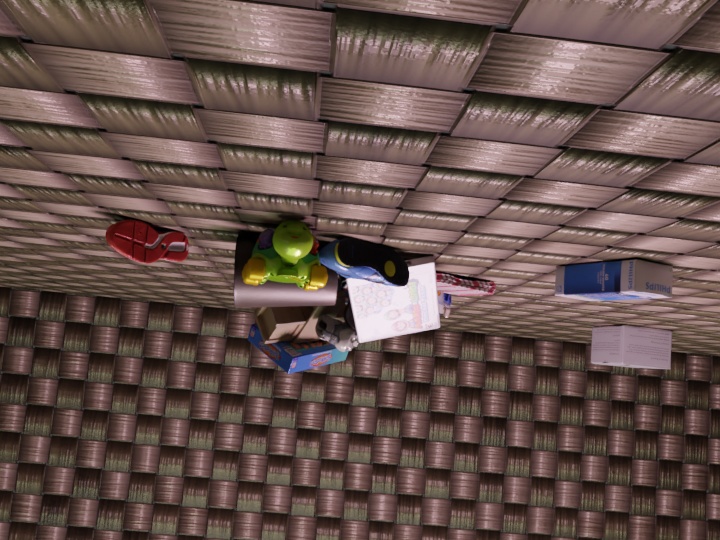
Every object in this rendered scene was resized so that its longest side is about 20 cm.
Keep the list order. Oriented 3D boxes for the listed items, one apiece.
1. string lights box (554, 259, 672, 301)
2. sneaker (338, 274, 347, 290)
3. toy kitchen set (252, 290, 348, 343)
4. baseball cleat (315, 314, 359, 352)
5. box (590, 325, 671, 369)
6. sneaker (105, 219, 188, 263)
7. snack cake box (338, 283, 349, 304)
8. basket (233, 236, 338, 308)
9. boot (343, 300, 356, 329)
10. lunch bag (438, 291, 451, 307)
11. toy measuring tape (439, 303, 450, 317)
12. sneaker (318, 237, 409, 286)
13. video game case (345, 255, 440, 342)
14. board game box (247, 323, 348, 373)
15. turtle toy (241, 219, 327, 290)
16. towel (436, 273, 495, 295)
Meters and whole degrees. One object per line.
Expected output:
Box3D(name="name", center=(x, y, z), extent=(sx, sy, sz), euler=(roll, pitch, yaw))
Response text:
Box3D(name="string lights box", center=(0.468, 0.021, 1.506), extent=(0.101, 0.060, 0.199), euler=(9, 172, -29))
Box3D(name="sneaker", center=(0.000, 0.000, 1.706), extent=(0.091, 0.072, 0.200), euler=(-10, 174, -4))
Box3D(name="toy kitchen set", center=(-0.129, 0.041, 1.832), extent=(0.197, 0.183, 0.164), euler=(-2, 145, -36))
Box3D(name="baseball cleat", center=(-0.041, 0.127, 1.796), extent=(0.105, 0.071, 0.200), euler=(29, -176, 7))
Box3D(name="box", center=(0.929, 0.265, 2.784), extent=(0.195, 0.134, 0.199), euler=(7, 173, -15))
Box3D(name="sneaker", center=(-0.433, -0.048, 1.547), extent=(0.113, 0.080, 0.199), euler=(-1, 170, 31))
Box3D(name="snack cake box", center=(-0.061, 0.079, 1.948), extent=(0.196, 0.068, 0.116), euler=(19, 137, -5))
Box3D(name="basket", center=(-0.144, 0.007, 1.573), extent=(0.195, 0.140, 0.180), euler=(2, -179, -6))
Box3D(name="boot", center=(0.025, 0.068, 1.814), extent=(0.209, 0.081, 0.157), euler=(-29, -172, -26))
Box3D(name="lunch bag", center=(0.157, 0.075, 2.076), extent=(0.156, 0.078, 0.200), euler=(4, 176, 15))
Box3D(name="toy measuring tape", center=(0.119, 0.068, 1.944), extent=(0.198, 0.075, 0.073), euler=(27, -176, 27))
Box3D(name="sneaker", center=(0.007, -0.012, 1.525), extent=(0.197, 0.068, 0.078), euler=(18, 158, -38))
Box3D(name="video game case", center=(0.070, 0.062, 1.652), extent=(0.178, 0.024, 0.202), euler=(-11, 135, 0))
Box3D(name="board game box", center=(-0.143, 0.169, 1.896), extent=(0.151, 0.046, 0.198), euler=(34, -155, 34))
Box3D(name="turtle toy", center=(-0.125, -0.027, 1.388), extent=(0.142, 0.104, 0.200), euler=(6, 172, -12))
Box3D(name="towel", center=(0.202, 0.029, 1.905), extent=(0.196, 0.031, 0.145), euler=(12, 170, -29))
